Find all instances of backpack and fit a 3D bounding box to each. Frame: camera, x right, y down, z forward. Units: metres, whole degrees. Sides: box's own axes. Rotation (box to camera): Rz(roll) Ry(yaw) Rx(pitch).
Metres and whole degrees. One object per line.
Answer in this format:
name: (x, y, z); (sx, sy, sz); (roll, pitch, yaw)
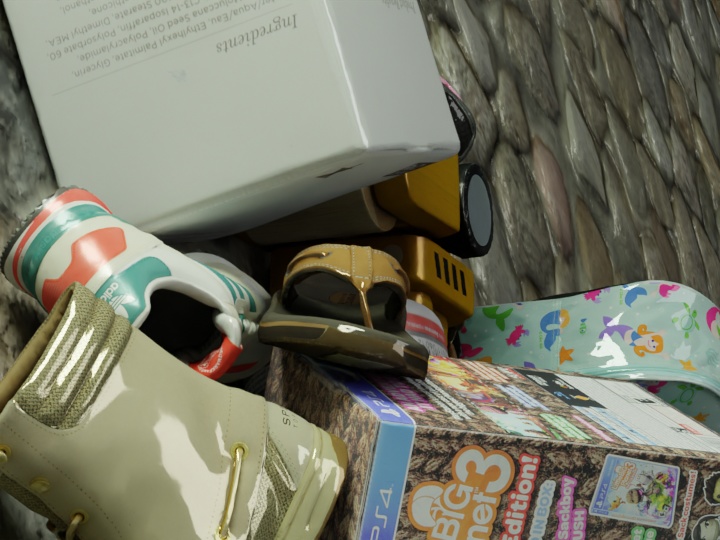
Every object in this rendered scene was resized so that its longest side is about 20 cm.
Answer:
backpack: (0.163, 0.092, 1.657); (0.178, 0.199, 0.152); (50, 29, -51)

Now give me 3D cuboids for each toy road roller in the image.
toy road roller: (0.000, 0.000, 1.399); (0.200, 0.122, 0.147); (32, 54, -64)

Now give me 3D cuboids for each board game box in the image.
board game box: (0.065, 0.106, 1.154); (0.159, 0.198, 0.098); (-146, -114, -69)

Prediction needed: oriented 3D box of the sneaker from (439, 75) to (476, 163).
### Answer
sneaker: (-0.003, -0.098, 1.420); (0.199, 0.079, 0.095); (21, 8, -35)

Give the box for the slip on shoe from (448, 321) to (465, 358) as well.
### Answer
slip on shoe: (0.040, 0.027, 1.577); (0.201, 0.060, 0.076); (-86, 152, -47)

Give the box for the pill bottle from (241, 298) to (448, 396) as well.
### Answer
pill bottle: (0.002, 0.125, 1.295); (0.116, 0.115, 0.201); (39, 39, -60)

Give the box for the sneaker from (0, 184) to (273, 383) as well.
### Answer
sneaker: (-0.084, 0.031, 1.142); (0.093, 0.070, 0.200); (42, 5, 32)

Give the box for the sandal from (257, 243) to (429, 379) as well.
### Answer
sandal: (-0.002, 0.013, 1.162); (0.200, 0.081, 0.055); (-65, 166, -82)

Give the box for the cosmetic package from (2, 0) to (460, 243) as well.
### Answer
cosmetic package: (-0.069, -0.128, 1.230); (0.165, 0.164, 0.202); (-8, 81, -71)

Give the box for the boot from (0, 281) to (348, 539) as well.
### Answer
boot: (-0.111, 0.123, 1.022); (0.155, 0.073, 0.201); (33, 76, -19)
